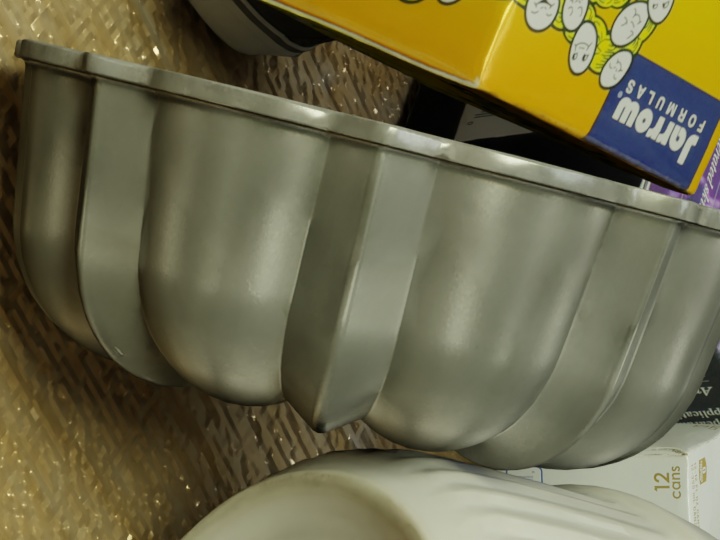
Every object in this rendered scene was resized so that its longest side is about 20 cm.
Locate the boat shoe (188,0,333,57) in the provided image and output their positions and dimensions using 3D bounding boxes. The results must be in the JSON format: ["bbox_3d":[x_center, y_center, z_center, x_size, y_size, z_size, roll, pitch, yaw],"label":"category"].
[{"bbox_3d":[-0.046,-0.130,0.732,0.200,0.066,0.070,52,45,-40],"label":"boat shoe"}]

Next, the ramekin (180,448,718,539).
[{"bbox_3d":[0.010,0.140,0.670,0.105,0.200,0.201,25,65,-36],"label":"ramekin"}]

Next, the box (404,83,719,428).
[{"bbox_3d":[0.105,-0.007,0.914,0.200,0.104,0.149,51,45,-40],"label":"box"}]

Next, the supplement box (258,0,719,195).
[{"bbox_3d":[0.063,-0.140,0.710,0.109,0.109,0.201,20,95,-50],"label":"supplement box"}]

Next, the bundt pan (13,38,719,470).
[{"bbox_3d":[0.000,0.000,0.684,0.201,0.201,0.076,12,93,-56],"label":"bundt pan"}]

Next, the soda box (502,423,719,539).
[{"bbox_3d":[0.086,0.151,0.839,0.068,0.063,0.201,-11,99,-69],"label":"soda box"}]
